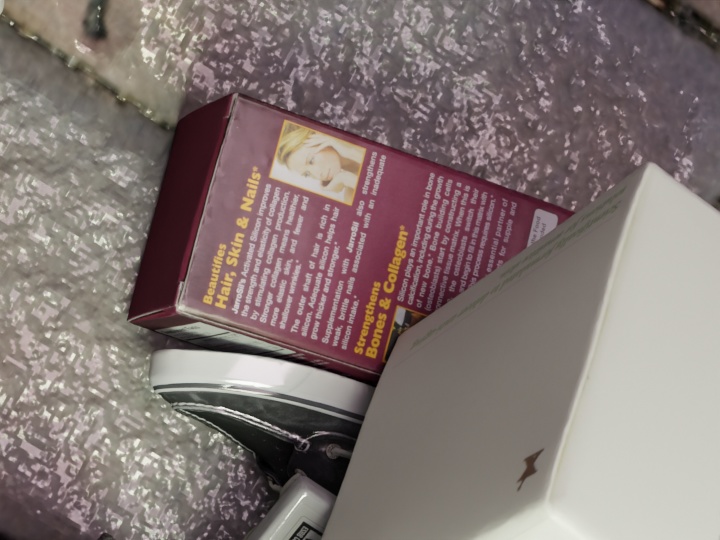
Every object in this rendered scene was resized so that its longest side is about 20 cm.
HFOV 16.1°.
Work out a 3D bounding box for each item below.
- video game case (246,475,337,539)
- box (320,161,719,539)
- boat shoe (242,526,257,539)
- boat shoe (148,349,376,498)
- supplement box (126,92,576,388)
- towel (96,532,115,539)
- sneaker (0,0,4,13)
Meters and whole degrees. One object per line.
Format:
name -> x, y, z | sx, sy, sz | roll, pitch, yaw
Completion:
video game case -> -0.016, 0.219, 1.198 | 0.182, 0.022, 0.200 | 35, 103, -17
box -> 0.106, 0.106, 1.099 | 0.171, 0.199, 0.200 | 35, 50, -17
boat shoe -> 0.012, 0.193, 1.245 | 0.201, 0.061, 0.072 | 30, 32, -18
boat shoe -> -0.015, 0.091, 1.243 | 0.200, 0.072, 0.068 | 20, 76, -26
supplement box -> 0.000, 0.000, 1.246 | 0.200, 0.086, 0.111 | 19, 78, -20
towel -> -0.132, 0.241, 1.139 | 0.165, 0.086, 0.200 | -29, 95, 7
sneaker -> -0.219, -0.041, 1.168 | 0.199, 0.079, 0.130 | -41, 101, -20
